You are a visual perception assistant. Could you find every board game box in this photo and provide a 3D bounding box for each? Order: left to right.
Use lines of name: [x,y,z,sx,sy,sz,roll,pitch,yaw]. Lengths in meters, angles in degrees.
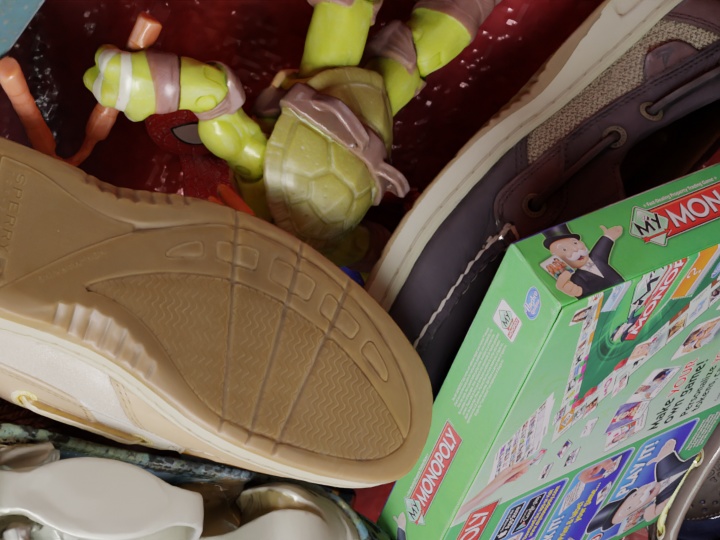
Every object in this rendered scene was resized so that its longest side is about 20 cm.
board game box: [0.078,0.043,0.929,0.134,0.029,0.200,-20,151,-32]

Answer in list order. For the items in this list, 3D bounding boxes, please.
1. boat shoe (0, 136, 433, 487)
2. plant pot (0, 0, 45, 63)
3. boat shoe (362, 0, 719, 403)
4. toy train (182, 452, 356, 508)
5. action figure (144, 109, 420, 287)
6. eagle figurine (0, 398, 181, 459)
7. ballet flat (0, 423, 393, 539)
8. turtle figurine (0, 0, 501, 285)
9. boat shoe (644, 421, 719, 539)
boat shoe: [-0.074,0.015,0.846,0.200,0.074,0.069,26,153,-15]
plant pot: [-0.190,-0.134,0.827,0.200,0.196,0.196,24,119,-28]
boat shoe: [0.068,-0.019,0.920,0.065,0.200,0.072,32,158,22]
toy train: [-0.088,0.058,1.005,0.199,0.085,0.114,15,98,-11]
action figure: [0.000,0.000,0.992,0.200,0.066,0.052,37,136,-24]
eagle figurine: [-0.164,0.066,0.907,0.200,0.151,0.152,23,131,-25]
ballet flat: [-0.053,0.087,0.854,0.200,0.074,0.074,10,124,-34]
turtle figurine: [-0.018,-0.053,0.895,0.200,0.064,0.162,42,68,-37]
boat shoe: [0.178,0.041,1.028,0.072,0.060,0.200,35,115,-23]
